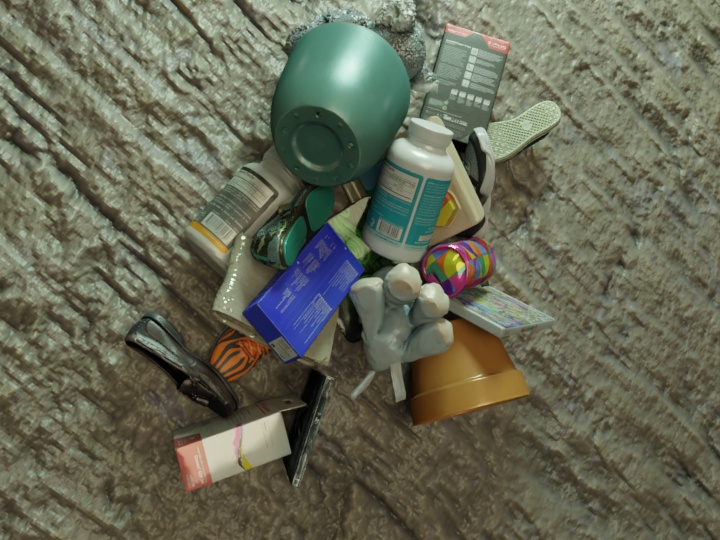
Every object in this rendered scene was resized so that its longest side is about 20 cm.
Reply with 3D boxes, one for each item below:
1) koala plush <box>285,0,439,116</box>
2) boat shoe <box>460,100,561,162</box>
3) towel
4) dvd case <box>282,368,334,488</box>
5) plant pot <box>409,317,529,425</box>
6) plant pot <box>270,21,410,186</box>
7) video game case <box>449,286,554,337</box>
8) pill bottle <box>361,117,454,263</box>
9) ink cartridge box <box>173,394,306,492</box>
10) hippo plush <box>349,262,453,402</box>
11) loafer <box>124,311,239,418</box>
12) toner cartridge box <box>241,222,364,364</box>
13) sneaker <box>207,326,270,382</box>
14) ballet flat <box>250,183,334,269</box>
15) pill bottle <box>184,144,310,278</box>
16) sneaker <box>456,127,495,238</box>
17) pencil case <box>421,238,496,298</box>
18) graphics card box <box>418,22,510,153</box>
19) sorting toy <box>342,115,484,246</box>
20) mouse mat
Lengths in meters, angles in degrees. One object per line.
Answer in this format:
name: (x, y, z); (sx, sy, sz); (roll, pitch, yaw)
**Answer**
koala plush: (0.020, -0.337, 0.988); (0.185, 0.196, 0.180); (-57, 134, -36)
boat shoe: (0.274, -0.243, 1.162); (0.196, 0.062, 0.076); (-27, 79, -3)
towel: (-0.114, 0.047, 0.913); (0.198, 0.034, 0.135); (34, 50, -29)
dvd case: (-0.081, 0.226, 0.945); (0.016, 0.200, 0.152); (19, 81, -9)
plant pot: (0.164, 0.163, 1.050); (0.195, 0.200, 0.144); (-10, 74, -19)
plant pot: (-0.040, -0.218, 0.901); (0.199, 0.200, 0.163); (34, 45, -14)
video game case: (0.219, 0.064, 1.047); (0.197, 0.142, 0.018); (-1, 114, -50)
pill bottle: (0.078, -0.124, 0.976); (0.108, 0.111, 0.204); (11, 113, -17)
ink cartridge box: (-0.176, 0.253, 0.955); (0.195, 0.116, 0.069); (-16, 93, -18)
hippo plush: (0.066, 0.077, 0.989); (0.154, 0.161, 0.206); (1, 103, 7)
loafer: (-0.268, 0.153, 0.945); (0.200, 0.072, 0.063); (47, 42, -4)
toner cartridge box: (-0.075, 0.027, 0.904); (0.096, 0.043, 0.201); (52, 44, -14)
sneaker: (-0.152, 0.096, 0.972); (0.200, 0.112, 0.078); (-45, 102, -16)
ballet flat: (-0.098, -0.072, 0.906); (0.075, 0.074, 0.201); (49, 34, -11)
pill bottle: (-0.166, -0.089, 0.975); (0.116, 0.116, 0.201); (44, 75, -12)
sneaker: (0.163, -0.139, 1.079); (0.110, 0.076, 0.204); (-5, 124, -6)
pencil case: (0.165, -0.006, 1.040); (0.086, 0.199, 0.091); (1, 93, 25)
graphics card box: (0.180, -0.318, 1.122); (0.122, 0.051, 0.205); (16, 81, 1)
sorting toy: (0.081, -0.125, 1.052); (0.197, 0.036, 0.188); (-25, 96, 21)
mouse mat: (0.000, 0.000, 1.064); (0.159, 0.008, 0.203); (-31, 97, -2)
